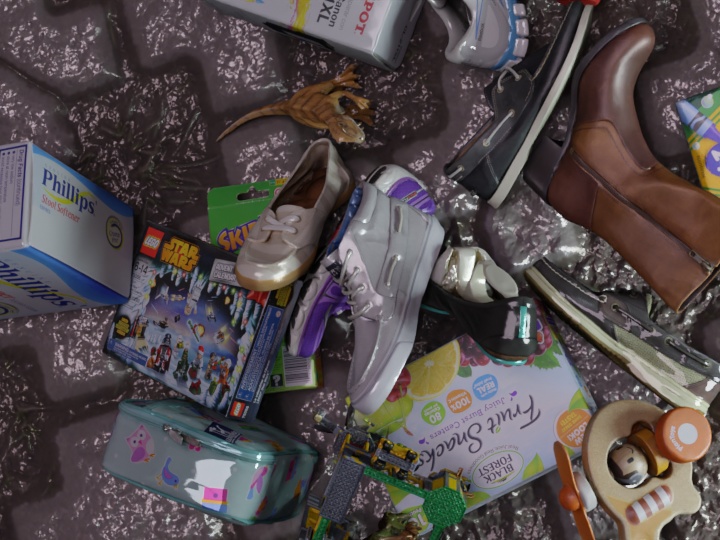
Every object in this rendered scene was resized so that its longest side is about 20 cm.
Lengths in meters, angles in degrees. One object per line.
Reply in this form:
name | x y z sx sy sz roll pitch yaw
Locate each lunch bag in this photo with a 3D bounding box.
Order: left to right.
lunch bag | -0.135 0.165 1.467 0.159 0.200 0.078 22 91 18

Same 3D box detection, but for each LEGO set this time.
LEGO set | 0.010 0.222 1.438 0.153 0.116 0.202 15 107 -1

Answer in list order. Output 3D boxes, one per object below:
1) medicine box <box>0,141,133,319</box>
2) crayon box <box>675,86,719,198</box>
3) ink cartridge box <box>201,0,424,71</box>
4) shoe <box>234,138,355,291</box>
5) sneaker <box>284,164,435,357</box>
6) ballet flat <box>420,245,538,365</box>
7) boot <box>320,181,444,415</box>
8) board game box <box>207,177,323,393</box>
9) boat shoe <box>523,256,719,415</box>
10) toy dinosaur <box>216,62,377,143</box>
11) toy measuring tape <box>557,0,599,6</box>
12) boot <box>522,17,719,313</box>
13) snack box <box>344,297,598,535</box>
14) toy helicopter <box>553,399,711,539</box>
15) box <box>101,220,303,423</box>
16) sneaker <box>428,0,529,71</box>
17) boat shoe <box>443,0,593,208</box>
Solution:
medicine box | -0.343 -0.030 1.536 0.198 0.182 0.104 -7 71 22
crayon box | 0.388 -0.116 1.416 0.199 0.052 0.127 -18 81 14
ink cartridge box | -0.039 -0.292 1.539 0.199 0.083 0.147 21 91 17
shoe | -0.062 -0.052 1.472 0.069 0.200 0.054 5 125 21
sneaker | 0.000 0.000 1.500 0.083 0.081 0.201 35 88 -8
ballet flat | 0.101 0.019 1.433 0.200 0.067 0.069 34 120 58
boot | 0.002 0.021 1.422 0.095 0.073 0.201 29 57 -18
board game box | -0.092 0.016 1.557 0.095 0.030 0.202 -7 86 14
boat shoe | 0.235 0.048 1.440 0.201 0.072 0.066 40 91 10
toy dinosaur | -0.048 -0.155 1.534 0.199 0.106 0.061 11 115 56
toy measuring tape | 0.235 -0.271 1.464 0.198 0.074 0.074 4 86 17
boot | 0.254 -0.094 1.411 0.200 0.068 0.189 41 107 30
snack box | 0.105 0.134 1.476 0.199 0.053 0.143 -29 79 13
toy helicopter | 0.226 0.210 1.381 0.131 0.079 0.202 1 78 -14
box | -0.151 0.044 1.522 0.199 0.040 0.138 20 90 44
sneaker | 0.096 -0.280 1.486 0.086 0.075 0.202 -4 80 -27
boat shoe | 0.144 -0.156 1.462 0.067 0.072 0.201 31 107 5
